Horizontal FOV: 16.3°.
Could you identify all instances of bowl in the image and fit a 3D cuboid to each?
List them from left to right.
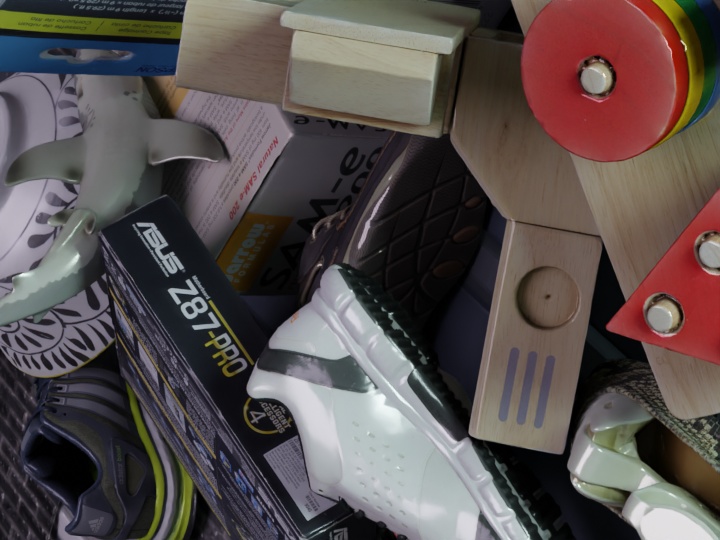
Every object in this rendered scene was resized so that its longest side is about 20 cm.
[{"bbox_3d":[-0.193,-0.048,1.462,0.200,0.094,0.202,-28,50,39],"label":"bowl"}]

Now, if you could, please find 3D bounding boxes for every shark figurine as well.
[{"bbox_3d":[-0.144,-0.012,1.320,0.128,0.215,0.090,19,151,26],"label":"shark figurine"}]

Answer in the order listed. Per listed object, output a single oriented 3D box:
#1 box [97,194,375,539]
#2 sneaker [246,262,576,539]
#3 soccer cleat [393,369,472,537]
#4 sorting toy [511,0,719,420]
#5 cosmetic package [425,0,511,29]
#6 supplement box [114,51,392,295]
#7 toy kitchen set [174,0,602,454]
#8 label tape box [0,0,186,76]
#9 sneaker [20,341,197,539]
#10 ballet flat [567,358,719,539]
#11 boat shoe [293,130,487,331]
[{"bbox_3d":[-0.062,0.082,1.280,0.200,0.049,0.162,54,161,25],"label":"box"},{"bbox_3d":[0.027,0.095,1.153,0.080,0.074,0.200,-41,76,11],"label":"sneaker"},{"bbox_3d":[0.056,0.145,1.201,0.077,0.069,0.201,-5,93,48],"label":"soccer cleat"},{"bbox_3d":[0.159,-0.046,0.961,0.198,0.070,0.201,-17,99,38],"label":"sorting toy"},{"bbox_3d":[-0.001,-0.188,1.256,0.102,0.071,0.201,-56,48,37],"label":"cosmetic package"},{"bbox_3d":[-0.068,-0.101,1.357,0.126,0.073,0.201,-56,47,39],"label":"supplement box"},{"bbox_3d":[0.008,-0.024,1.097,0.163,0.199,0.182,-52,-28,-79],"label":"toy kitchen set"},{"bbox_3d":[-0.102,-0.167,1.200,0.200,0.143,0.066,-37,61,47],"label":"label tape box"},{"bbox_3d":[-0.167,0.083,1.485,0.200,0.081,0.074,53,129,40],"label":"sneaker"},{"bbox_3d":[0.136,0.095,1.079,0.200,0.075,0.068,41,122,46],"label":"ballet flat"},{"bbox_3d":[0.000,0.000,1.266,0.073,0.074,0.201,48,125,42],"label":"boat shoe"}]
